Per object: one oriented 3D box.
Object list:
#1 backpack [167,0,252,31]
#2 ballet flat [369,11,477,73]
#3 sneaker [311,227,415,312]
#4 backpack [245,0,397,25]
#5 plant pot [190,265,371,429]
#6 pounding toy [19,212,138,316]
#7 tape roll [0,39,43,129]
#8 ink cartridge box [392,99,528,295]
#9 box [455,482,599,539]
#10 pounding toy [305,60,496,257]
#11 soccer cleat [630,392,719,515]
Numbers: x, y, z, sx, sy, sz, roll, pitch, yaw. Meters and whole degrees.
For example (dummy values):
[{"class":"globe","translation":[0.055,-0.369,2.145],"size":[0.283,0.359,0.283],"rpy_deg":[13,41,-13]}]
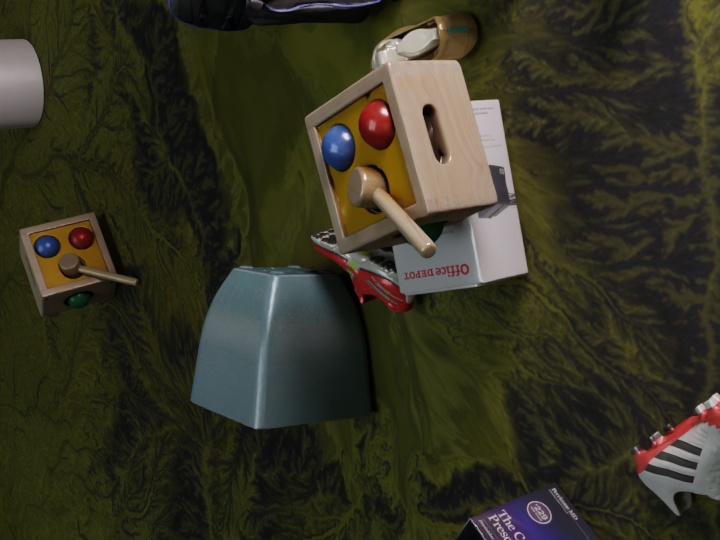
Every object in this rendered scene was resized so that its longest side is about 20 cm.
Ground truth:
[{"class":"backpack","translation":[-0.190,-0.447,1.403],"size":[0.168,0.160,0.202],"rpy_deg":[-104,23,-58]},{"class":"ballet flat","translation":[0.055,-0.263,1.191],"size":[0.199,0.063,0.069],"rpy_deg":[-15,86,54]},{"class":"sneaker","translation":[0.000,0.000,1.329],"size":[0.199,0.076,0.086],"rpy_deg":[31,128,46]},{"class":"backpack","translation":[-0.068,-0.401,1.237],"size":[0.154,0.198,0.193],"rpy_deg":[174,89,-67]},{"class":"plant pot","translation":[-0.109,0.097,1.412],"size":[0.195,0.195,0.203],"rpy_deg":[10,98,52]},{"class":"pounding toy","translation":[-0.574,-0.007,2.036],"size":[0.202,0.182,0.142],"rpy_deg":[65,154,18]},{"class":"tape roll","translation":[-0.823,-0.422,2.279],"size":[0.202,0.138,0.205],"rpy_deg":[17,112,50]},{"class":"ink cartridge box","translation":[0.102,-0.081,1.157],"size":[0.144,0.083,0.203],"rpy_deg":[-9,91,52]},{"class":"box","translation":[0.209,0.346,1.077],"size":[0.201,0.140,0.079],"rpy_deg":[53,134,31]},{"class":"pounding toy","translation":[0.038,-0.098,1.038],"size":[0.183,0.141,0.202],"rpy_deg":[-23,80,51]},{"class":"soccer cleat","translation":[0.333,0.165,0.930],"size":[0.086,0.068,0.200],"rpy_deg":[56,142,15]}]
